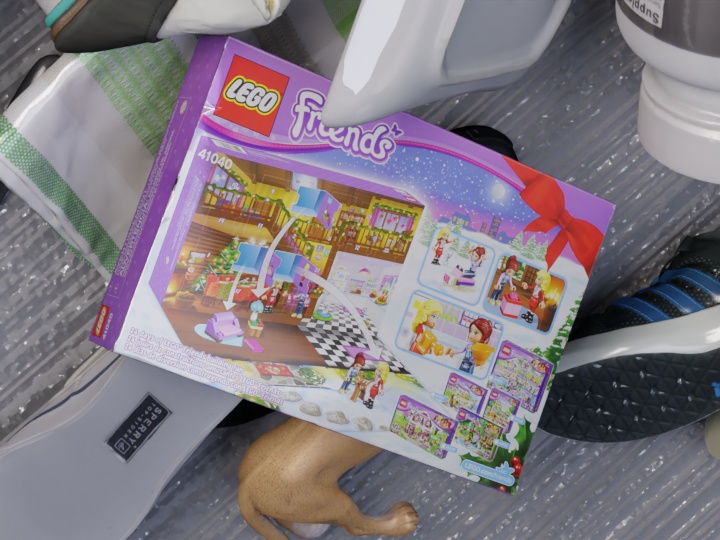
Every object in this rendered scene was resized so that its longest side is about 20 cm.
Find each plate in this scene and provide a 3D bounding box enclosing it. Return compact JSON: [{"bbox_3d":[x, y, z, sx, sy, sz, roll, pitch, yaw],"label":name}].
[{"bbox_3d":[0.067,-0.152,0.925,0.199,0.032,0.201,-20,135,-65],"label":"plate"}]

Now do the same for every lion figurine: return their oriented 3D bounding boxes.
[{"bbox_3d":[-0.005,0.067,1.062,0.122,0.072,0.201,22,102,-50],"label":"lion figurine"}]

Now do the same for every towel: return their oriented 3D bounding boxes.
[{"bbox_3d":[-0.063,-0.085,0.996,0.200,0.031,0.149,-40,155,-2],"label":"towel"}]

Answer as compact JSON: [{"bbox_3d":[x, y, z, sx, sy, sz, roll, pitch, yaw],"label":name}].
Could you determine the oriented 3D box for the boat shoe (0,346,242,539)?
[{"bbox_3d":[-0.104,0.071,1.044,0.200,0.065,0.074,-38,98,26],"label":"boat shoe"}]

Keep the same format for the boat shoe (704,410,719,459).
[{"bbox_3d":[0.255,0.025,1.196,0.062,0.071,0.201,35,87,-31],"label":"boat shoe"}]

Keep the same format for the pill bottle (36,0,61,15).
[{"bbox_3d":[-0.152,-0.202,0.923,0.111,0.111,0.201,-36,118,-8],"label":"pill bottle"}]

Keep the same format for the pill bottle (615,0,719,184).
[{"bbox_3d":[0.162,-0.141,0.935,0.110,0.111,0.201,-11,125,-19],"label":"pill bottle"}]

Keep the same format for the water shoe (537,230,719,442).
[{"bbox_3d":[0.169,0.027,1.161,0.199,0.079,0.072,-17,133,10],"label":"water shoe"}]

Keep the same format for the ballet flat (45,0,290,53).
[{"bbox_3d":[-0.043,-0.136,0.869,0.068,0.068,0.200,44,119,-1],"label":"ballet flat"}]

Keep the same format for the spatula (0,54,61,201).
[{"bbox_3d":[-0.182,-0.008,1.023,0.056,0.021,0.201,24,95,-33],"label":"spatula"}]

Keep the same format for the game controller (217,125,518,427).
[{"bbox_3d":[-0.006,0.004,1.099,0.199,0.042,0.105,-22,128,-15],"label":"game controller"}]

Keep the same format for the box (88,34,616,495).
[{"bbox_3d":[0.000,0.000,0.970,0.199,0.039,0.138,22,87,-24],"label":"box"}]
